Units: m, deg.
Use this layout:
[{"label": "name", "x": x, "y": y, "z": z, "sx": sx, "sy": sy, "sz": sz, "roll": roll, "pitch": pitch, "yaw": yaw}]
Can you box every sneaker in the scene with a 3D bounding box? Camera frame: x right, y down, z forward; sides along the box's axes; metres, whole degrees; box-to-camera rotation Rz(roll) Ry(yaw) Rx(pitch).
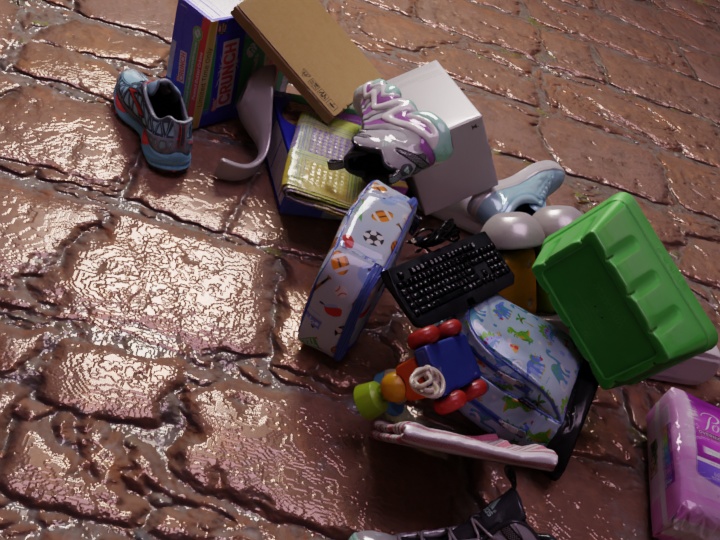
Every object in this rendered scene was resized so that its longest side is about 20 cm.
[{"label": "sneaker", "x": -0.271, "y": -0.225, "z": 1.234, "sx": 0.079, "sy": 0.096, "sz": 0.200, "roll": -9, "pitch": 47, "yaw": -37}, {"label": "sneaker", "x": 0.097, "y": 0.237, "z": 0.825, "sx": 0.198, "sy": 0.141, "sz": 0.078, "roll": 24, "pitch": 2, "yaw": -10}, {"label": "sneaker", "x": 0.010, "y": -0.170, "z": 1.172, "sx": 0.139, "sy": 0.078, "sz": 0.200, "roll": -33, "pitch": 39, "yaw": -16}, {"label": "sneaker", "x": 0.248, "y": -0.099, "z": 1.351, "sx": 0.199, "sy": 0.074, "sz": 0.082, "roll": -25, "pitch": 59, "yaw": -33}]

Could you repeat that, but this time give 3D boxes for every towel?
[{"label": "towel", "x": -0.028, "y": -0.137, "z": 1.201, "sx": 0.142, "sy": 0.023, "sz": 0.201, "roll": 16, "pitch": 40, "yaw": -10}, {"label": "towel", "x": 0.093, "y": 0.166, "z": 0.893, "sx": 0.145, "sy": 0.200, "sz": 0.030, "roll": 11, "pitch": 80, "yaw": -6}]

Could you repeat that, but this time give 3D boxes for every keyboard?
[{"label": "keyboard", "x": 0.099, "y": -0.010, "z": 0.998, "sx": 0.199, "sy": 0.040, "sz": 0.104, "roll": -21, "pitch": 69, "yaw": -49}]

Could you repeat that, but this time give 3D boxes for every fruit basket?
[{"label": "fruit basket", "x": 0.306, "y": 0.025, "z": 1.063, "sx": 0.214, "sy": 0.155, "sz": 0.217, "roll": 26, "pitch": 47, "yaw": -31}]

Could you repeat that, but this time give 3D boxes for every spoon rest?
[{"label": "spoon rest", "x": -0.150, "y": -0.205, "z": 1.281, "sx": 0.060, "sy": 0.099, "sz": 0.202, "roll": 24, "pitch": 55, "yaw": -15}]

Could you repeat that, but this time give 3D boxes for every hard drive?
[{"label": "hard drive", "x": 0.190, "y": -0.094, "z": 1.387, "sx": 0.198, "sy": 0.026, "sz": 0.132, "roll": 24, "pitch": 36, "yaw": 0}]

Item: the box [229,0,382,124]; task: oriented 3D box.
[{"label": "box", "x": -0.070, "y": -0.316, "z": 1.286, "sx": 0.200, "sy": 0.021, "sz": 0.164, "roll": 48, "pitch": 41, "yaw": -5}]

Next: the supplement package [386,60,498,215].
[{"label": "supplement package", "x": 0.103, "y": -0.197, "z": 1.331, "sx": 0.119, "sy": 0.122, "sz": 0.201, "roll": -22, "pitch": 37, "yaw": -1}]

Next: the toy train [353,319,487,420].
[{"label": "toy train", "x": 0.040, "y": 0.114, "z": 0.905, "sx": 0.200, "sy": 0.115, "sz": 0.085, "roll": -6, "pitch": 71, "yaw": -65}]

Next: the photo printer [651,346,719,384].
[{"label": "photo printer", "x": 0.393, "y": 0.059, "z": 1.275, "sx": 0.165, "sy": 0.070, "sz": 0.201, "roll": 12, "pitch": 38, "yaw": -16}]

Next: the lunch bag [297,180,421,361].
[{"label": "lunch bag", "x": 0.000, "y": 0.000, "z": 1.059, "sx": 0.075, "sy": 0.161, "sz": 0.201, "roll": 25, "pitch": 42, "yaw": 6}]

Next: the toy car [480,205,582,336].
[{"label": "toy car", "x": 0.204, "y": 0.008, "z": 1.187, "sx": 0.199, "sy": 0.177, "sz": 0.149, "roll": -11, "pitch": 12, "yaw": -37}]

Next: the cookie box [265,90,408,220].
[{"label": "cookie box", "x": -0.044, "y": -0.161, "z": 1.299, "sx": 0.169, "sy": 0.076, "sz": 0.201, "roll": 5, "pitch": 42, "yaw": -24}]

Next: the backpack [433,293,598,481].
[{"label": "backpack", "x": 0.168, "y": 0.114, "z": 1.039, "sx": 0.198, "sy": 0.155, "sz": 0.163, "roll": 22, "pitch": 39, "yaw": 17}]

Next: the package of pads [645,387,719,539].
[{"label": "package of pads", "x": 0.398, "y": 0.240, "z": 1.051, "sx": 0.120, "sy": 0.076, "sz": 0.201, "roll": 25, "pitch": 36, "yaw": -3}]

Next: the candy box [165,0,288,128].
[{"label": "candy box", "x": -0.184, "y": -0.314, "z": 1.331, "sx": 0.077, "sy": 0.170, "sz": 0.199, "roll": 37, "pitch": 39, "yaw": 24}]
